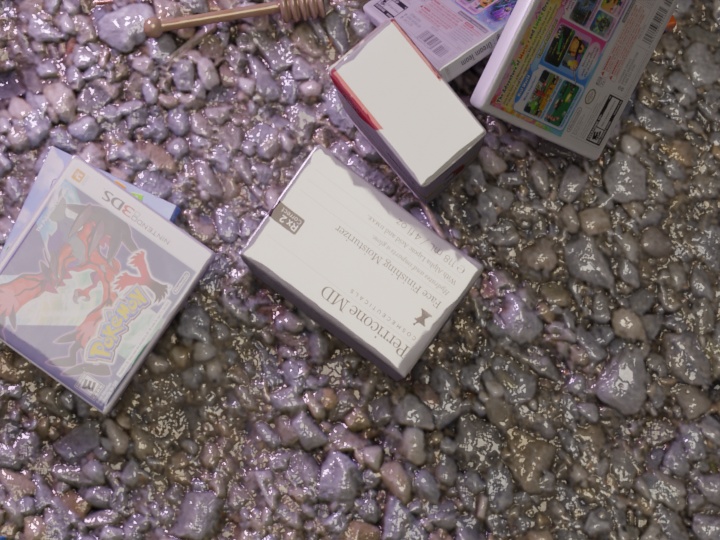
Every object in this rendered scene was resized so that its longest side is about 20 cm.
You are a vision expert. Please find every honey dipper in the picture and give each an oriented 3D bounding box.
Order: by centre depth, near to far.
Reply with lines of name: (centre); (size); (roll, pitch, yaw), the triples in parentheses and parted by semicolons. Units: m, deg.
honey dipper: (-0.137, -0.276, 1.370); (0.197, 0.038, 0.039); (-8, 85, 1)

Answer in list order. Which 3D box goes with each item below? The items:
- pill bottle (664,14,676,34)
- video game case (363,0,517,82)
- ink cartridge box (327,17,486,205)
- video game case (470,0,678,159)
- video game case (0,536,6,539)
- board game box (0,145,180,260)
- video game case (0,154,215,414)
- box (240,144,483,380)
pill bottle: (0.259, -0.331, 1.342); (0.105, 0.106, 0.202); (-24, 86, -2)
video game case: (0.115, -0.282, 1.308); (0.181, 0.200, 0.024); (-34, 127, -3)
ink cartridge box: (0.048, -0.153, 1.275); (0.083, 0.200, 0.146); (-40, 87, 1)
video game case: (0.215, -0.224, 1.236); (0.181, 0.024, 0.202); (16, 106, -40)
video game case: (-0.406, 0.354, 1.243); (0.018, 0.199, 0.145); (-18, 85, 28)
board game box: (-0.300, -0.008, 1.346); (0.150, 0.037, 0.202); (24, 85, 2)
video game case: (-0.278, 0.014, 1.315); (0.181, 0.023, 0.201); (34, 86, 2)
box: (0.000, 0.000, 1.265); (0.198, 0.200, 0.131); (36, 85, 2)
